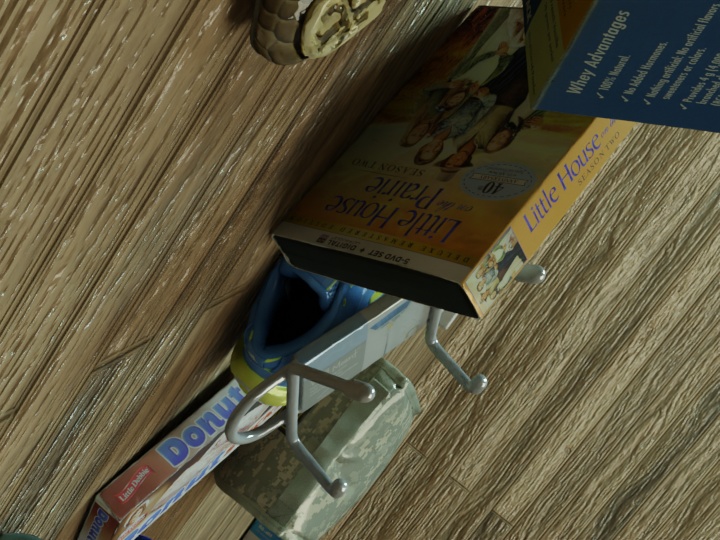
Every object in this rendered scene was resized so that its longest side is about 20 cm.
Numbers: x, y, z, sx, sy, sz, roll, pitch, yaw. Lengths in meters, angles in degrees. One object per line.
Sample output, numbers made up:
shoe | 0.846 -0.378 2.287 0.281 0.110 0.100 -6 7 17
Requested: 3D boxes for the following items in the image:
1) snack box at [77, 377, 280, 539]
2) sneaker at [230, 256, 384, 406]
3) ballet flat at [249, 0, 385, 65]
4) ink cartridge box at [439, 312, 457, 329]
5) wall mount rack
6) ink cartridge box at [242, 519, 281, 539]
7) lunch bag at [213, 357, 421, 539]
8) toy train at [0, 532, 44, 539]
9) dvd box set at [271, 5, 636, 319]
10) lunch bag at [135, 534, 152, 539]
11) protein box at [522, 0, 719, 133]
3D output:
snack box | -0.105 0.113 0.883 0.200 0.024 0.072 -40 167 -43
sneaker | 0.000 0.000 0.836 0.200 0.076 0.105 -50 172 -13
ballet flat | 0.035 -0.147 0.468 0.200 0.046 0.067 -52 172 -6
ink cartridge box | 0.104 -0.060 1.154 0.200 0.068 0.116 -54 -175 12
wall mount rack | 0.022 0.049 0.774 0.200 0.075 0.174 -34 159 -21
ink cartridge box | -0.135 0.397 1.896 0.200 0.067 0.116 -56 172 24
lunch bag | -0.034 0.144 1.142 0.164 0.117 0.200 -50 177 -10
toy train | -0.187 0.213 0.685 0.114 0.085 0.200 -59 178 -36
dvd box set | 0.063 -0.067 0.729 0.200 0.146 0.029 -49 128 -22
lunch bag | -0.193 0.270 0.925 0.151 0.094 0.200 -56 -178 6
protein box | 0.198 -0.170 0.622 0.199 0.199 0.135 115 -22 -59
